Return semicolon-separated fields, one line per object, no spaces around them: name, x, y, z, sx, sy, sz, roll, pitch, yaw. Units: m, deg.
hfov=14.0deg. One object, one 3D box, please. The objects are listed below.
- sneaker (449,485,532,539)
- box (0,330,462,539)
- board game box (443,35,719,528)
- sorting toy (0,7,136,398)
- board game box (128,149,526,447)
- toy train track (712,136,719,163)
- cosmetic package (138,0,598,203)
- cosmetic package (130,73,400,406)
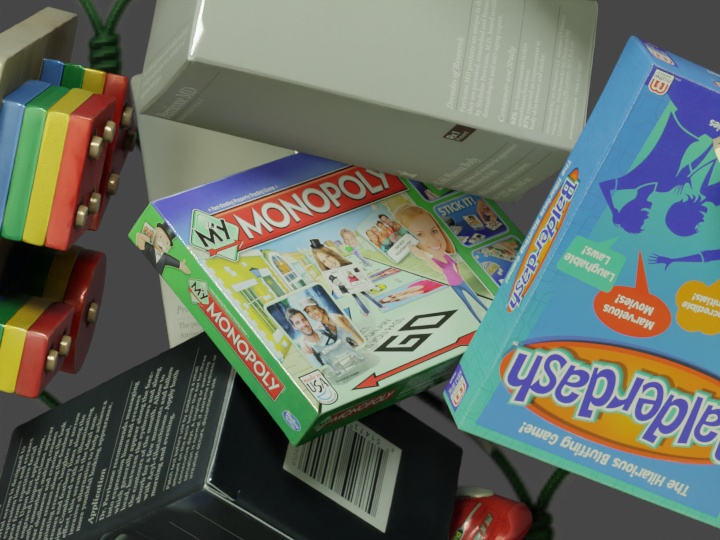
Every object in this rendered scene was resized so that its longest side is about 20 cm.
sneaker;0.060;0.210;1.486;0.085;0.077;0.200;-1;93;22
box;-0.074;0.127;1.471;0.200;0.148;0.107;-27;39;43
board game box;0.151;0.009;1.390;0.152;0.045;0.200;21;108;-18
sorting toy;-0.170;-0.023;1.540;0.070;0.199;0.200;13;103;3
board game box;0.000;0.000;1.434;0.135;0.200;0.029;51;132;16
toy train track;0.213;0.021;1.349;0.115;0.033;0.200;-24;116;13
cosmetic package;0.003;-0.103;1.414;0.200;0.107;0.090;10;75;-14
cosmetic package;-0.049;-0.012;1.533;0.102;0.074;0.200;-8;87;30
